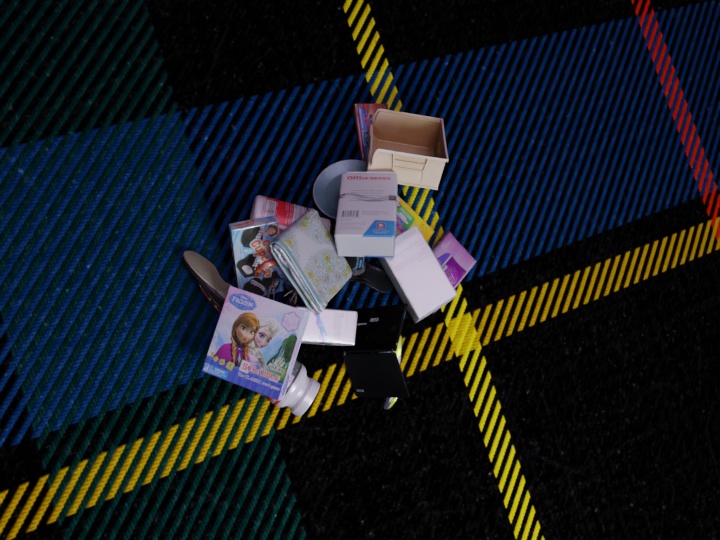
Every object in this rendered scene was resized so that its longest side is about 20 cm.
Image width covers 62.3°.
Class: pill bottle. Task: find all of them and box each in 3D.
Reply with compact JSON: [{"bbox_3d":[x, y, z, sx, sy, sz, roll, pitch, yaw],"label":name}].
[{"bbox_3d":[-0.200,0.252,1.427,0.198,0.116,0.117,38,72,-7],"label":"pill bottle"},{"bbox_3d":[-0.179,-0.110,1.497,0.195,0.112,0.115,14,77,-15],"label":"pill bottle"}]

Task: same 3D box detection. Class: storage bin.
[{"bbox_3d":[0.118,-0.320,1.553,0.193,0.095,0.203,8,43,-5],"label":"storage bin"}]

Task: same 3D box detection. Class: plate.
[{"bbox_3d":[-0.028,-0.209,1.574,0.194,0.026,0.205,-3,58,4],"label":"plate"}]

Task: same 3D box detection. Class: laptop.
[{"bbox_3d":[0.051,0.202,1.497,0.103,0.174,0.204,42,53,-38],"label":"laptop"}]

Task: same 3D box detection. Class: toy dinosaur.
[{"bbox_3d":[-0.183,0.011,1.450,0.183,0.102,0.204,59,30,-43],"label":"toy dinosaur"}]

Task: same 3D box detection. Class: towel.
[{"bbox_3d":[-0.112,-0.022,1.403,0.203,0.047,0.171,59,39,-14],"label":"towel"}]

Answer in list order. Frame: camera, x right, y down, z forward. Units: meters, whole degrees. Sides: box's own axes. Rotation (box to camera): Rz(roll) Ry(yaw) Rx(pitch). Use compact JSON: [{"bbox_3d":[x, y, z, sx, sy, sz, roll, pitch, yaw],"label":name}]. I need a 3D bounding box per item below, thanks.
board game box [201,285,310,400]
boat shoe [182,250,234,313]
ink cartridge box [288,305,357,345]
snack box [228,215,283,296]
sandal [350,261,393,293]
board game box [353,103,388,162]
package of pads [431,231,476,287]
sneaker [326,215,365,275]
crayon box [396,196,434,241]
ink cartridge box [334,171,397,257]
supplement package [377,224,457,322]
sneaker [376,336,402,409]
[{"bbox_3d":[-0.234,0.161,1.338,0.195,0.041,0.205,16,83,13],"label":"board game box"},{"bbox_3d":[-0.362,0.035,1.435,0.201,0.073,0.063,44,115,7],"label":"boat shoe"},{"bbox_3d":[-0.120,0.136,1.455,0.195,0.147,0.088,8,81,-15],"label":"ink cartridge box"},{"bbox_3d":[-0.249,-0.028,1.436,0.113,0.037,0.204,-13,127,-19],"label":"snack box"},{"bbox_3d":[0.001,-0.001,1.569,0.196,0.048,0.077,19,76,-14],"label":"sandal"},{"bbox_3d":[0.041,-0.365,1.659,0.100,0.019,0.206,-5,82,-20],"label":"board game box"},{"bbox_3d":[0.216,0.005,1.622,0.120,0.076,0.200,44,71,-3],"label":"package of pads"},{"bbox_3d":[-0.030,-0.090,1.533,0.072,0.083,0.203,-16,61,-20],"label":"sneaker"},{"bbox_3d":[0.090,-0.125,1.613,0.200,0.058,0.119,43,71,-6],"label":"crayon box"},{"bbox_3d":[0.018,-0.139,1.457,0.141,0.085,0.204,1,55,6],"label":"ink cartridge box"},{"bbox_3d":[0.139,0.012,1.502,0.115,0.117,0.203,-29,81,-6],"label":"supplement package"},{"bbox_3d":[0.062,0.255,1.541,0.079,0.074,0.206,5,72,-10],"label":"sneaker"}]
